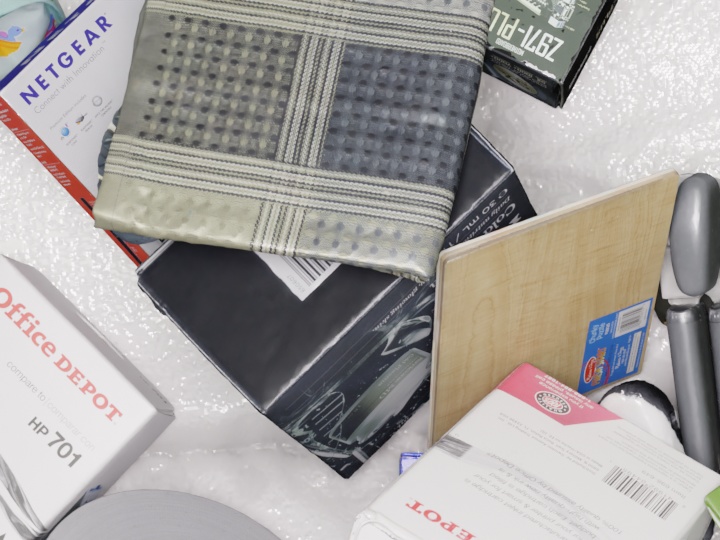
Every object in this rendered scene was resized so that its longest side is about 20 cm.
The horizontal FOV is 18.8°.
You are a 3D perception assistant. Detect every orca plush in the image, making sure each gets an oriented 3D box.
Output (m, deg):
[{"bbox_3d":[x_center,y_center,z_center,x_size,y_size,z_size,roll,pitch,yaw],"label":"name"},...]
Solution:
[{"bbox_3d":[0.188,0.152,1.345,0.105,0.071,0.200,-10,106,37],"label":"orca plush"}]

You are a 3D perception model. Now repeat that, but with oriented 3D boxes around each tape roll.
[{"bbox_3d":[-0.111,0.229,1.295,0.200,0.200,0.066,36,129,7],"label":"tape roll"}]

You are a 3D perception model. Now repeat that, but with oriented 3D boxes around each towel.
[{"bbox_3d":[-0.037,-0.094,1.209,0.200,0.035,0.193,10,71,7],"label":"towel"}]

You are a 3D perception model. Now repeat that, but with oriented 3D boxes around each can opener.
[{"bbox_3d":[0.206,0.038,1.315,0.053,0.066,0.200,-2,104,31],"label":"can opener"}]

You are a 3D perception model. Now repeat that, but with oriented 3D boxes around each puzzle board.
[{"bbox_3d":[0.110,0.026,1.293,0.151,0.200,0.017,-21,56,-16],"label":"puzzle board"}]

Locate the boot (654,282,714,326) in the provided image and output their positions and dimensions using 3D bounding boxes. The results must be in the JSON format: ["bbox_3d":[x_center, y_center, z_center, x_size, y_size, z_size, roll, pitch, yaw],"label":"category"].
[{"bbox_3d":[0.250,0.051,1.363,0.138,0.077,0.200,-5,91,22],"label":"boot"}]

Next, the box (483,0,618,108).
[{"bbox_3d":[0.077,-0.223,1.385,0.200,0.086,0.164,26,86,7],"label":"box"}]

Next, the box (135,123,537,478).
[{"bbox_3d":[0.000,0.000,1.302,0.200,0.197,0.124,-44,70,-1],"label":"box"}]

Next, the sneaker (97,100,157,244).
[{"bbox_3d":[-0.086,-0.094,1.274,0.078,0.086,0.200,22,69,12],"label":"sneaker"}]

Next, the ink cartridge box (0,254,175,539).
[{"bbox_3d":[-0.239,0.111,1.372,0.146,0.086,0.200,44,90,7],"label":"ink cartridge box"}]

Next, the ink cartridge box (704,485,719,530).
[{"bbox_3d":[0.301,0.155,1.291,0.148,0.200,0.076,-36,57,1],"label":"ink cartridge box"}]

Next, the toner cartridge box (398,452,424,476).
[{"bbox_3d":[0.068,0.216,1.358,0.095,0.043,0.200,2,84,5],"label":"toner cartridge box"}]

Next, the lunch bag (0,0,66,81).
[{"bbox_3d":[-0.273,-0.184,1.349,0.122,0.200,0.170,-40,83,-1],"label":"lunch bag"}]

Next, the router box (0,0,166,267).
[{"bbox_3d":[-0.101,-0.109,1.350,0.200,0.049,0.180,-47,106,-15],"label":"router box"}]

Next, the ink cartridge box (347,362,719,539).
[{"bbox_3d":[0.096,0.157,1.231,0.146,0.200,0.085,30,124,18],"label":"ink cartridge box"}]
